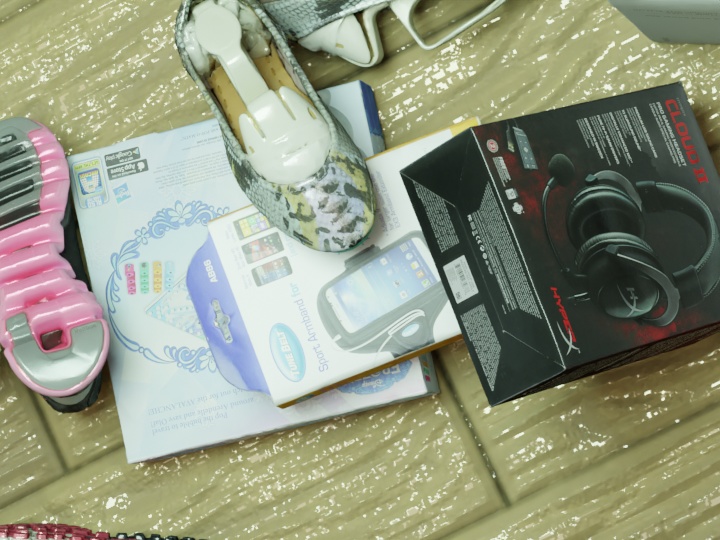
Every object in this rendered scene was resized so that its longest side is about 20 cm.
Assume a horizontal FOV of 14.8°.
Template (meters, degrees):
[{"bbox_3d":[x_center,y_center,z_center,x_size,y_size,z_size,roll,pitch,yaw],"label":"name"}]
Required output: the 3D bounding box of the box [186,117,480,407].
[{"bbox_3d":[0.000,0.000,1.666,0.199,0.041,0.119,-21,83,4],"label":"box"}]

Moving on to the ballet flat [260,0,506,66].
[{"bbox_3d":[0.017,-0.164,1.712,0.200,0.072,0.072,-16,83,14],"label":"ballet flat"}]

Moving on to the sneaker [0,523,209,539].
[{"bbox_3d":[-0.180,0.199,1.731,0.199,0.081,0.075,6,90,14],"label":"sneaker"}]

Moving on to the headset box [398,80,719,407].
[{"bbox_3d":[0.140,-0.020,1.618,0.077,0.200,0.149,-30,77,50],"label":"headset box"}]

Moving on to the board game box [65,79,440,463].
[{"bbox_3d":[-0.069,0.003,1.734,0.199,0.043,0.200,-13,83,13],"label":"board game box"}]

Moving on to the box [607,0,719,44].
[{"bbox_3d":[0.254,-0.202,1.585,0.198,0.200,0.131,3,88,15],"label":"box"}]

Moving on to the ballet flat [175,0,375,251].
[{"bbox_3d":[-0.058,-0.096,1.631,0.072,0.072,0.201,-37,58,9],"label":"ballet flat"}]

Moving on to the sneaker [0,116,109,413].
[{"bbox_3d":[-0.202,0.001,1.736,0.079,0.095,0.200,-15,65,0],"label":"sneaker"}]
